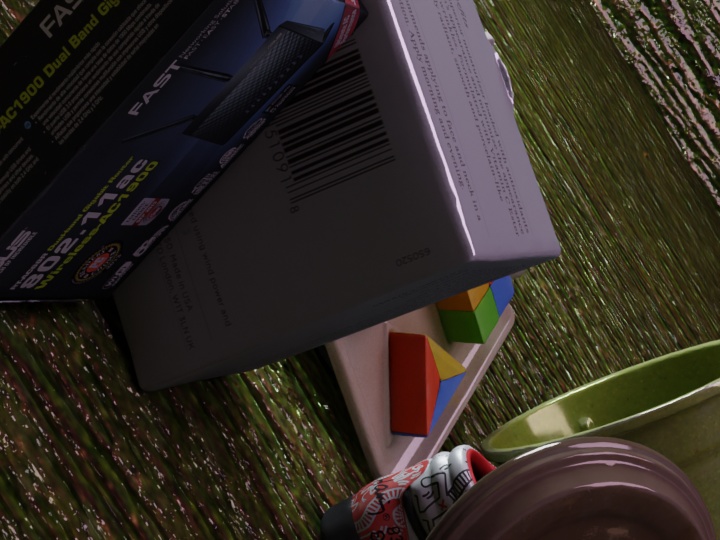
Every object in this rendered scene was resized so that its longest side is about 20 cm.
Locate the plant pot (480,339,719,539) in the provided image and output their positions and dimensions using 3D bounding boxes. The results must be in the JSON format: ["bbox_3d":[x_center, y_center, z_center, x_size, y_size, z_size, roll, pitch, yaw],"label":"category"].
[{"bbox_3d":[0.200,0.162,1.239,0.185,0.200,0.200,69,18,-2],"label":"plant pot"}]

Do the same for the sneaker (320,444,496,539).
[{"bbox_3d":[0.075,0.190,1.077,0.202,0.108,0.067,55,18,-12],"label":"sneaker"}]

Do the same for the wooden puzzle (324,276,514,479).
[{"bbox_3d":[0.037,0.004,1.187,0.185,0.046,0.201,-55,133,-42],"label":"wooden puzzle"}]

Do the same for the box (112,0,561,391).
[{"bbox_3d":[-0.033,-0.065,1.000,0.131,0.199,0.200,-4,73,-65],"label":"box"}]

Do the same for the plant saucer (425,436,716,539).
[{"bbox_3d":[0.111,0.186,1.045,0.200,0.200,0.029,47,-5,-31],"label":"plant saucer"}]

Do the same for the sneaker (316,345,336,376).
[{"bbox_3d":[0.000,0.000,1.224,0.201,0.088,0.074,58,16,-8],"label":"sneaker"}]

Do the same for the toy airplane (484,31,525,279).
[{"bbox_3d":[0.032,-0.085,1.360,0.200,0.141,0.200,67,-18,-13],"label":"toy airplane"}]

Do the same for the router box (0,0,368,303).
[{"bbox_3d":[-0.103,-0.074,0.870,0.062,0.200,0.150,47,15,15],"label":"router box"}]
